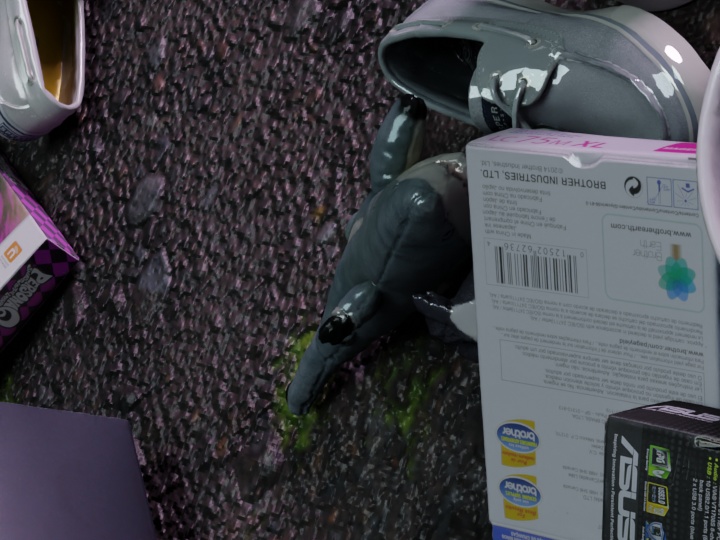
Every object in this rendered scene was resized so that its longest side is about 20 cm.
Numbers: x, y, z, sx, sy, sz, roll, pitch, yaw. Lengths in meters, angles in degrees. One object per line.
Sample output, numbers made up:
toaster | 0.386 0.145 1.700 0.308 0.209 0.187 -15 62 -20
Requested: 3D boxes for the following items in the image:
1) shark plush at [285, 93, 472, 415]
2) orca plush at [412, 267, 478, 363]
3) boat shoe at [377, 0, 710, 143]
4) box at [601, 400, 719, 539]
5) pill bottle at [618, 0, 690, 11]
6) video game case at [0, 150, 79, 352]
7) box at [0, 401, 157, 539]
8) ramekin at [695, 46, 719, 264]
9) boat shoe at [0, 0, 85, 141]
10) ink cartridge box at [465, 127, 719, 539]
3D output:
shark plush | 0.000 0.000 0.967 0.200 0.091 0.083 -38 10 45
orca plush | 0.122 -0.008 0.897 0.105 0.071 0.200 49 133 -3
boat shoe | 0.079 -0.081 0.928 0.071 0.070 0.201 -31 31 -22
box | 0.167 0.159 0.733 0.193 0.047 0.201 8 101 46
pill bottle | 0.078 -0.187 0.889 0.114 0.200 0.115 -20 61 40
video game case | -0.279 0.002 1.285 0.181 0.036 0.200 -47 45 5
box | -0.193 0.204 1.063 0.200 0.117 0.197 -48 46 36
ramekin | 0.230 -0.041 0.731 0.200 0.105 0.201 -15 65 34
boat shoe | -0.189 -0.185 1.261 0.086 0.074 0.203 -16 66 42
ink cartridge box | 0.104 0.046 0.840 0.119 0.042 0.201 8 107 40
